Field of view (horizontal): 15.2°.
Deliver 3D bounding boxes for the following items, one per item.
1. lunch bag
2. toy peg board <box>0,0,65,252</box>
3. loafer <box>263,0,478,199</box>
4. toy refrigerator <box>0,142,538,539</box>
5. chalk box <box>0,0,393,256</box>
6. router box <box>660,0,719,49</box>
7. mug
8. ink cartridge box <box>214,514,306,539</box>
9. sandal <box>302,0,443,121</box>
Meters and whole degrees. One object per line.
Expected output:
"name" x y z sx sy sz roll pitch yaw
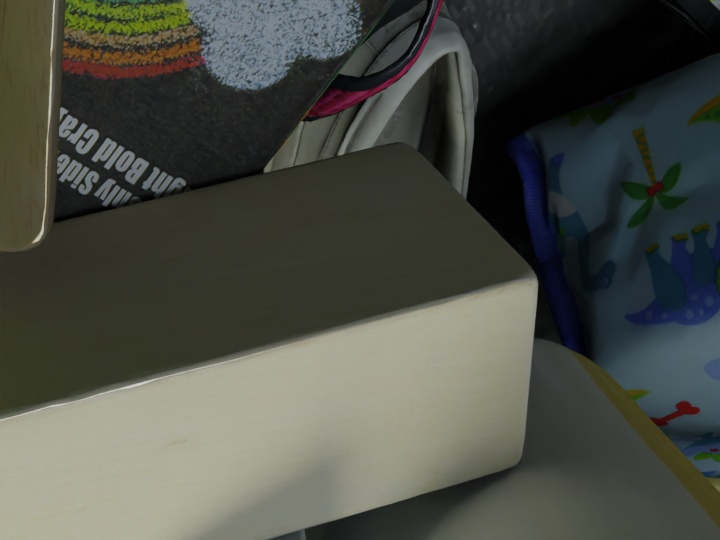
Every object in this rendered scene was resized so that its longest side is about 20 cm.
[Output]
"lunch bag" 0.168 0.006 0.915 0.169 0.128 0.200 -21 153 20
"toy peg board" -0.167 -0.105 0.599 0.198 0.098 0.201 4 99 0
"loafer" 0.000 0.000 0.872 0.070 0.070 0.201 -17 127 -30
"toy refrigerator" -0.059 0.033 0.696 0.199 0.076 0.070 -15 127 -24
"chalk box" -0.106 -0.060 0.739 0.125 0.124 0.200 33 100 -41
"router box" 0.132 -0.189 0.844 0.200 0.051 0.149 -48 130 5
"mug" 0.060 0.105 0.793 0.186 0.153 0.150 31 108 -30
"ink cartridge box" -0.112 0.133 0.738 0.199 0.083 0.147 -4 118 -5
"sandal" -0.012 -0.077 0.793 0.045 0.075 0.200 18 132 -39
